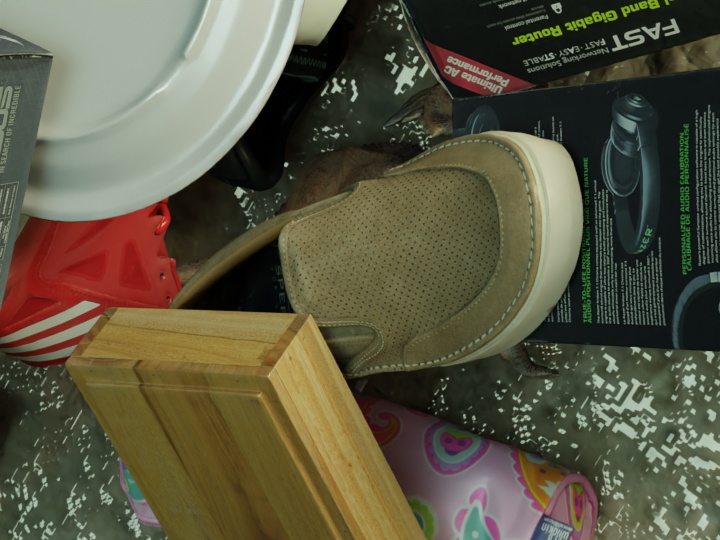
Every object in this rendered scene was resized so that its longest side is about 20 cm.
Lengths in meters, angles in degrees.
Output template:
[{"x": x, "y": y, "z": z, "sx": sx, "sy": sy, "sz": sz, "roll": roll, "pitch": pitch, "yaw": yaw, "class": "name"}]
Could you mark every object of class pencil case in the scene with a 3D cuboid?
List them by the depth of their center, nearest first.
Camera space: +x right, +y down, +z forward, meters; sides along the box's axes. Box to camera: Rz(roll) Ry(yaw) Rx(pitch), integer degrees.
[{"x": -0.002, "y": 0.095, "z": 0.957, "sx": 0.199, "sy": 0.087, "sz": 0.088, "roll": 18, "pitch": 98, "yaw": 21, "class": "pencil case"}]

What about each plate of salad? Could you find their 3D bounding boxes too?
[{"x": -0.102, "y": -0.119, "z": 0.861, "sx": 0.199, "sy": 0.048, "sz": 0.201, "roll": 0, "pitch": 90, "yaw": 26, "class": "plate of salad"}]

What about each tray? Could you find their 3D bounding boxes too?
[{"x": -0.027, "y": 0.102, "z": 0.885, "sx": 0.098, "sy": 0.037, "sz": 0.201, "roll": 2, "pitch": 132, "yaw": 36, "class": "tray"}]

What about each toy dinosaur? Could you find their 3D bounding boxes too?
[{"x": 0.012, "y": -0.026, "z": 0.954, "sx": 0.199, "sy": 0.086, "sz": 0.136, "roll": -2, "pitch": 81, "yaw": 37, "class": "toy dinosaur"}]

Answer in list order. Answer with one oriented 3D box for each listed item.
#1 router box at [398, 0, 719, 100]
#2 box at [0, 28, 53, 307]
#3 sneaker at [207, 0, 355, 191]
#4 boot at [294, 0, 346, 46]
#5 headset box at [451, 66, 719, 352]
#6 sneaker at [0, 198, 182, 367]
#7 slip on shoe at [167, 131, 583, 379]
[{"x": 0.119, "y": -0.152, "z": 0.867, "sx": 0.199, "sy": 0.150, "sz": 0.062, "roll": -14, "pitch": 128, "yaw": 22, "class": "router box"}, {"x": -0.204, "y": -0.013, "z": 0.875, "sx": 0.157, "sy": 0.051, "sz": 0.201, "roll": 26, "pitch": 112, "yaw": 30, "class": "box"}, {"x": -0.025, "y": -0.126, "z": 0.962, "sx": 0.079, "sy": 0.075, "sz": 0.201, "roll": 41, "pitch": 116, "yaw": 35, "class": "sneaker"}, {"x": -0.038, "y": -0.195, "z": 0.859, "sx": 0.144, "sy": 0.072, "sz": 0.201, "roll": 19, "pitch": 101, "yaw": -7, "class": "boot"}, {"x": 0.148, "y": -0.022, "z": 0.811, "sx": 0.200, "sy": 0.173, "sz": 0.093, "roll": 0, "pitch": 93, "yaw": 59, "class": "headset box"}, {"x": -0.097, "y": -0.049, "z": 0.943, "sx": 0.200, "sy": 0.115, "sz": 0.078, "roll": -49, "pitch": 47, "yaw": 0, "class": "sneaker"}, {"x": 0.000, "y": 0.000, "z": 0.829, "sx": 0.200, "sy": 0.060, "sz": 0.077, "roll": -16, "pitch": 77, "yaw": 54, "class": "slip on shoe"}]
